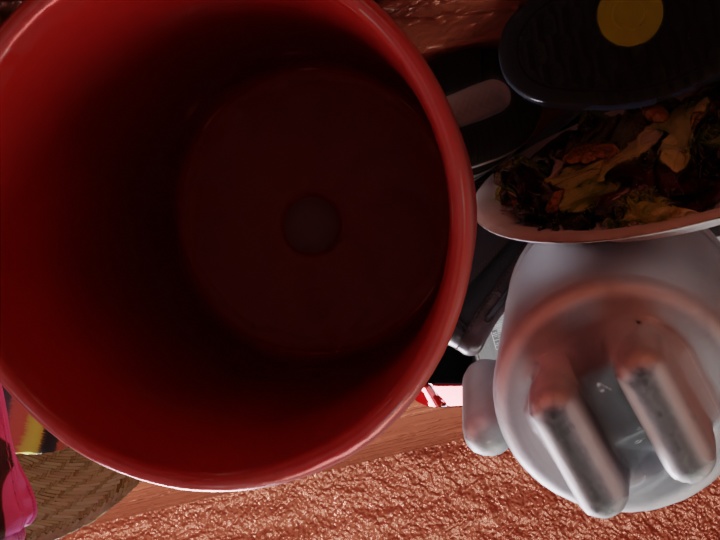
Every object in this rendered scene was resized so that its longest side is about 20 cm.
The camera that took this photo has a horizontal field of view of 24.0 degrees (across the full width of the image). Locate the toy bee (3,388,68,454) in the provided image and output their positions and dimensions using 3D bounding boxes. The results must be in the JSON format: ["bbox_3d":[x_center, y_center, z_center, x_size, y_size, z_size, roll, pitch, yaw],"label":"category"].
[{"bbox_3d":[-0.221,0.037,0.737,0.199,0.131,0.109,-3,-179,39],"label":"toy bee"}]

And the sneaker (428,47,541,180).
[{"bbox_3d":[-0.010,-0.044,0.851,0.200,0.076,0.115,-16,167,-6],"label":"sneaker"}]

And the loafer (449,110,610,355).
[{"bbox_3d":[0.095,-0.028,0.892,0.200,0.063,0.072,-40,168,-28],"label":"loafer"}]

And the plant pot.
[{"bbox_3d":[-0.038,-0.022,0.674,0.200,0.201,0.177,-17,178,13],"label":"plant pot"}]

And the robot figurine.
[{"bbox_3d":[0.120,0.034,0.779,0.169,0.113,0.200,-22,-163,17],"label":"robot figurine"}]

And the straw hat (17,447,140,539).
[{"bbox_3d":[-0.190,0.037,0.841,0.200,0.202,0.085,-15,145,5],"label":"straw hat"}]

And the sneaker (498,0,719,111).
[{"bbox_3d":[0.163,-0.114,0.757,0.199,0.066,0.078,-18,172,16],"label":"sneaker"}]

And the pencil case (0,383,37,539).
[{"bbox_3d":[-0.179,0.024,0.648,0.093,0.201,0.091,-9,168,-18],"label":"pencil case"}]

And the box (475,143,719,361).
[{"bbox_3d":[0.146,-0.028,0.957,0.199,0.048,0.159,-17,-148,3],"label":"box"}]

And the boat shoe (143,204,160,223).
[{"bbox_3d":[-0.133,-0.001,0.769,0.068,0.072,0.200,10,153,30],"label":"boat shoe"}]

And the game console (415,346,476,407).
[{"bbox_3d":[0.125,0.007,0.982,0.176,0.031,0.200,-6,-147,31],"label":"game console"}]

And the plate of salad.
[{"bbox_3d":[0.145,-0.063,0.778,0.199,0.048,0.200,-16,-161,6],"label":"plate of salad"}]
